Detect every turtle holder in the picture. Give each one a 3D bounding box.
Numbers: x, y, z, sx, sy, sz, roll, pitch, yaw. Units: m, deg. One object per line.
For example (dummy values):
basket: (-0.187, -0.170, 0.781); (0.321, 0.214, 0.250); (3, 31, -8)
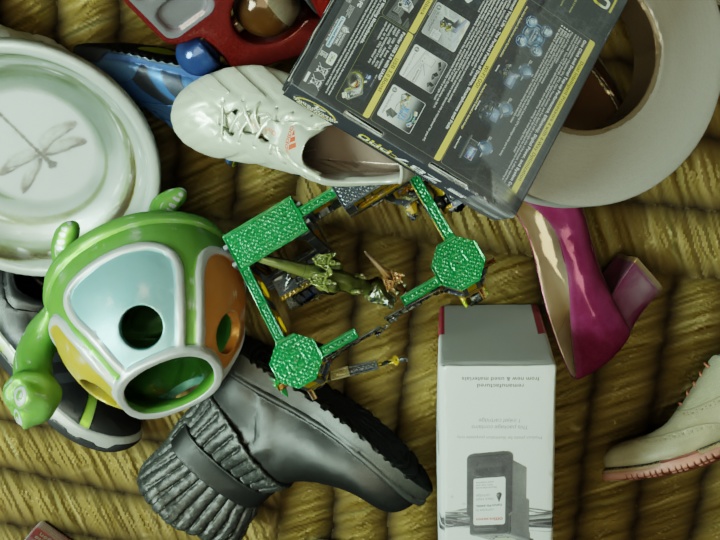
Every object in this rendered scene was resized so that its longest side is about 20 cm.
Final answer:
turtle holder: (-0.172, 0.037, 0.815); (0.184, 0.132, 0.142); (-8, 140, -19)

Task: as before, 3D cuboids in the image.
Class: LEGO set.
LEGO set: (0.000, 0.000, 0.822); (0.199, 0.116, 0.154); (-38, 77, 2)

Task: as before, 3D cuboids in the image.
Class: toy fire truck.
toy fire truck: (-0.075, -0.209, 0.739); (0.167, 0.200, 0.113); (-32, 58, 9)

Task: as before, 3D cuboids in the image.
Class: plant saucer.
plant saucer: (-0.246, -0.089, 0.831); (0.198, 0.050, 0.202); (-1, 127, -1)

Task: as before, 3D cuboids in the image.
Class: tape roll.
tape roll: (0.143, -0.143, 0.735); (0.201, 0.037, 0.205); (0, 91, -11)

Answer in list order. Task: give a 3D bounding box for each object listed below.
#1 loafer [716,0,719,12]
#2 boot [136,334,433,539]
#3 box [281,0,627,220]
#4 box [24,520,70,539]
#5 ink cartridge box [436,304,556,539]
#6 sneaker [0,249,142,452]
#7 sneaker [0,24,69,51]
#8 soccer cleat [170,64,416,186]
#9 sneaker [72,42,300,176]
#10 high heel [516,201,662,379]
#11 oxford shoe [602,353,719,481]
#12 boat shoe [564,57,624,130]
loafer: (0.285, -0.238, 0.750); (0.075, 0.068, 0.201); (23, 123, 4)
boot: (-0.062, 0.168, 0.897); (0.210, 0.079, 0.159); (34, 100, 9)
box: (0.068, -0.157, 0.677); (0.160, 0.049, 0.201); (29, 85, -8)
box: (-0.234, 0.326, 0.957); (0.199, 0.095, 0.103); (36, 106, -3)
ink cartridge box: (0.099, 0.142, 0.835); (0.082, 0.145, 0.202); (-1, 105, 4)
sneaker: (-0.240, 0.060, 0.898); (0.083, 0.072, 0.200); (-42, 97, 14)
sneaker: (-0.294, -0.164, 0.841); (0.199, 0.080, 0.074); (32, 105, -4)
soccer cleat: (-0.046, -0.095, 0.748); (0.198, 0.078, 0.070); (8, 122, 18)
sneaker: (-0.125, -0.121, 0.836); (0.198, 0.066, 0.079); (15, 109, 3)
high heel: (0.129, -0.013, 0.825); (0.200, 0.067, 0.096); (43, 86, -18)
oxford shoe: (0.273, 0.107, 0.854); (0.199, 0.071, 0.074); (-25, 76, 14)
boat shoe: (0.105, -0.161, 0.789); (0.200, 0.074, 0.076); (41, 107, -4)
